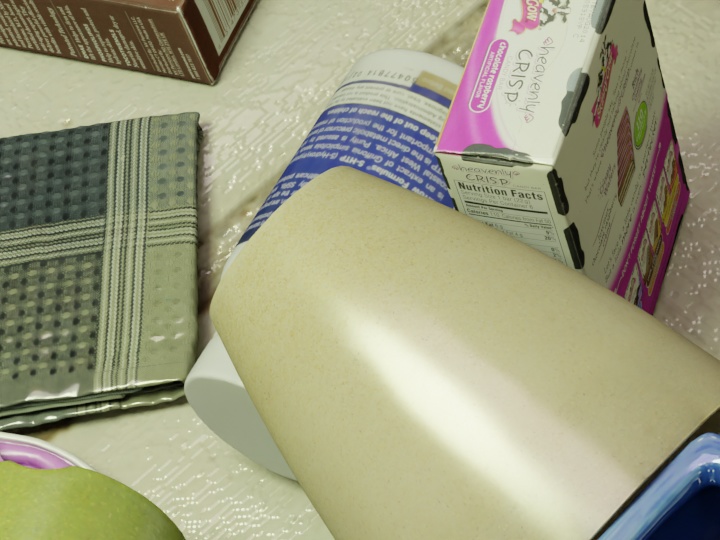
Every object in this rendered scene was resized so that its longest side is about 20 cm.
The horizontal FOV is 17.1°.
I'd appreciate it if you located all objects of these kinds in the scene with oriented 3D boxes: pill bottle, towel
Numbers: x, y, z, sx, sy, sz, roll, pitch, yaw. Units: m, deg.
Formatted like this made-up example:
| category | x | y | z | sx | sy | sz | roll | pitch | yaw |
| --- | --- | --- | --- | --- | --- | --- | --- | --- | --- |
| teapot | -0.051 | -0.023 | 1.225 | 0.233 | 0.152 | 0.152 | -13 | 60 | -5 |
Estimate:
| category | x | y | z | sx | sy | sz | roll | pitch | yaw |
| --- | --- | --- | --- | --- | --- | --- | --- | --- | --- |
| pill bottle | 0.000 | 0.000 | 1.193 | 0.119 | 0.120 | 0.200 | 18 | 62 | 28 |
| towel | -0.178 | 0.004 | 1.309 | 0.192 | 0.035 | 0.201 | -7 | 51 | 9 |

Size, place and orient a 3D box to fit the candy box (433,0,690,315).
| category | x | y | z | sx | sy | sz | roll | pitch | yaw |
| --- | --- | --- | --- | --- | --- | --- | --- | --- | --- |
| candy box | 0.101 | -0.047 | 1.144 | 0.061 | 0.200 | 0.137 | 8 | 57 | 22 |

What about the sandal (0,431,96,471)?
| category | x | y | z | sx | sy | sz | roll | pitch | yaw |
| --- | --- | --- | --- | --- | --- | --- | --- | --- | --- |
| sandal | -0.215 | 0.107 | 1.209 | 0.202 | 0.050 | 0.083 | 20 | 80 | 17 |

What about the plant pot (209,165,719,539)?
| category | x | y | z | sx | sy | sz | roll | pitch | yaw |
| --- | --- | --- | --- | --- | --- | --- | --- | --- | --- |
| plant pot | 0.036 | 0.052 | 1.050 | 0.200 | 0.187 | 0.187 | 43 | 74 | 12 |

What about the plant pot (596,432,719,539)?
| category | x | y | z | sx | sy | sz | roll | pitch | yaw |
| --- | --- | --- | --- | --- | --- | --- | --- | --- | --- |
| plant pot | 0.161 | 0.220 | 0.944 | 0.200 | 0.180 | 0.200 | 34 | 70 | 33 |

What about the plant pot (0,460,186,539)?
| category | x | y | z | sx | sy | sz | roll | pitch | yaw |
| --- | --- | --- | --- | --- | --- | --- | --- | --- | --- |
| plant pot | -0.156 | 0.194 | 1.075 | 0.199 | 0.201 | 0.185 | -2 | 42 | 16 |

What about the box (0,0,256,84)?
| category | x | y | z | sx | sy | sz | roll | pitch | yaw |
| --- | --- | --- | --- | --- | --- | --- | --- | --- | --- |
| box | -0.161 | -0.181 | 1.407 | 0.199 | 0.075 | 0.100 | 14 | 61 | 24 |
